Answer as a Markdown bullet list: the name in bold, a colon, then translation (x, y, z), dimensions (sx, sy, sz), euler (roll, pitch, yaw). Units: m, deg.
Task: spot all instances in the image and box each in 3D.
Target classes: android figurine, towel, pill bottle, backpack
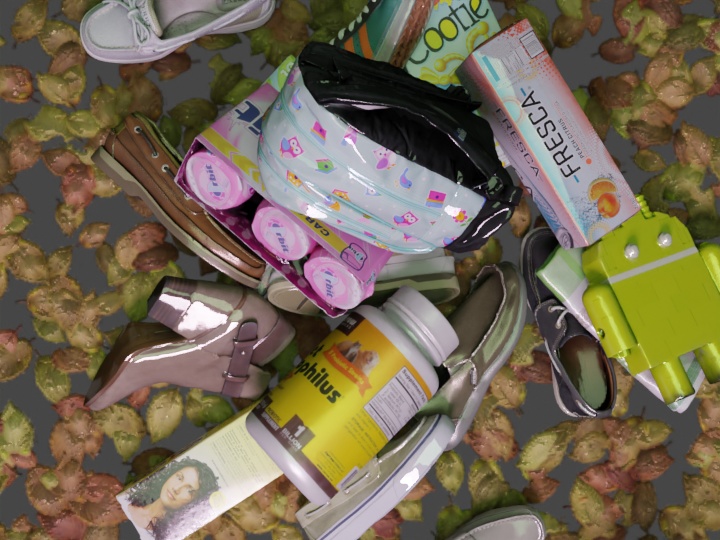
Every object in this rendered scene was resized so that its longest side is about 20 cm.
- **android figurine**: translation (0.293, 0.022, 0.902), dimensions (0.180, 0.041, 0.202), euler (-15, 77, -25)
- **towel**: translation (0.284, 0.024, 0.931), dimensions (0.200, 0.031, 0.149), euler (44, 59, -3)
- **pill bottle**: translation (-0.003, 0.110, 0.853), dimensions (0.200, 0.109, 0.109), euler (-44, 92, -11)
- **backpack**: translation (0.017, -0.097, 0.761), dimensions (0.198, 0.168, 0.127), euler (19, 119, -24)

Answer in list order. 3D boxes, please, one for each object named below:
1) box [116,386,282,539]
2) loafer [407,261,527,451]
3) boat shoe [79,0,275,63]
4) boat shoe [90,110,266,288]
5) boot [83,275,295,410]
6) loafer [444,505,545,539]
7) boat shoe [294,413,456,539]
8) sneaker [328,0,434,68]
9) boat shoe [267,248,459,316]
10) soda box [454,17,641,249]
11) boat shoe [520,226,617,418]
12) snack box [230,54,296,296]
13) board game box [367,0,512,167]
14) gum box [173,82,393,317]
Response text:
- **box**: translation (-0.136, 0.195, 0.914), dimensions (0.199, 0.050, 0.076), euler (-34, 92, -5)
- **loafer**: translation (0.101, 0.079, 0.916), dimensions (0.069, 0.075, 0.202), euler (25, 87, -25)
- **boat shoe**: translation (-0.182, -0.259, 0.915), dimensions (0.199, 0.065, 0.076), euler (-12, 89, -5)
- **boat shoe**: translation (-0.158, -0.068, 0.858), dimensions (0.199, 0.072, 0.068), euler (40, 91, -1)
- **boot**: translation (-0.163, 0.092, 0.902), dimensions (0.145, 0.071, 0.200), euler (27, 121, -25)
- **loafer**: translation (0.100, 0.299, 0.918), dimensions (0.198, 0.070, 0.071), euler (-30, 91, -5)
- **boat shoe**: translation (0.010, 0.202, 0.892), dimensions (0.062, 0.072, 0.200), euler (44, 108, 5)
- **sneaker**: translation (-0.002, -0.198, 0.838), dimensions (0.079, 0.071, 0.201), euler (34, 117, 11)
- **boat shoe**: translation (0.000, 0.000, 0.916), dimensions (0.197, 0.075, 0.069), euler (-1, 67, -22)
- **soda box**: translation (0.167, -0.120, 0.833), dimensions (0.063, 0.068, 0.201), euler (-32, 92, -7)
- **boat shoe**: translation (0.215, 0.051, 0.937), dimensions (0.071, 0.068, 0.203), euler (-15, 88, -2)
- **snack box**: translation (-0.087, -0.091, 0.923), dimensions (0.142, 0.053, 0.200), euler (42, 88, 0)
- **board game box**: translation (0.092, -0.189, 0.914), dimensions (0.102, 0.105, 0.202), euler (-26, 91, -5)
- **gum box**: translation (-0.051, -0.061, 0.829), dimensions (0.199, 0.066, 0.114), euler (40, 46, 1)
